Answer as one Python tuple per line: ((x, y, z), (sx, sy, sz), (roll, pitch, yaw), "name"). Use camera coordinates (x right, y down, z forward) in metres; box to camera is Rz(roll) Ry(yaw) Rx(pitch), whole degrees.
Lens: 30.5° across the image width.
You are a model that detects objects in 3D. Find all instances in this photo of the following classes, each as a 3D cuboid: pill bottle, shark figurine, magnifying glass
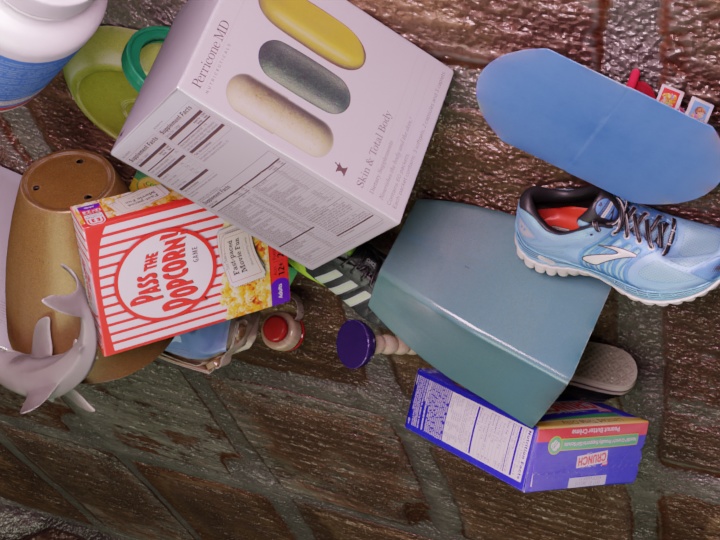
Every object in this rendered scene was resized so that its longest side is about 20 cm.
((-0.241, -0.188, 0.920), (0.112, 0.113, 0.200), (31, 157, -22), "pill bottle")
((-0.300, 0.096, 1.278), (0.128, 0.090, 0.214), (45, 135, -8), "shark figurine")
((-0.111, -0.155, 1.146), (0.199, 0.080, 0.022), (17, 142, -20), "magnifying glass")

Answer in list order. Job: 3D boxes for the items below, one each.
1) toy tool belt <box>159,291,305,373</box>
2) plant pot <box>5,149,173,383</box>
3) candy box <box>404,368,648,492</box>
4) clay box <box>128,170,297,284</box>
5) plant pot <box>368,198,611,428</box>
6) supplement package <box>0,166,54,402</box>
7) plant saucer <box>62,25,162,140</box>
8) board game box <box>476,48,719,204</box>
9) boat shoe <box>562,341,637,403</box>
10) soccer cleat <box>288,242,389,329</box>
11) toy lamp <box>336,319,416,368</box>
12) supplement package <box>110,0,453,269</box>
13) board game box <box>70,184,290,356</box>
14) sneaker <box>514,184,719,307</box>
((-0.177, 0.056, 1.535), (0.199, 0.125, 0.123), (8, 175, 24), "toy tool belt")
((-0.285, -0.018, 1.349), (0.186, 0.187, 0.200), (15, 138, 12), "plant pot")
((0.176, 0.167, 1.422), (0.169, 0.077, 0.200), (4, -168, -38), "candy box")
((-0.164, -0.035, 1.447), (0.199, 0.048, 0.115), (23, 154, -6), "clay box")
((0.118, 0.027, 1.262), (0.199, 0.142, 0.141), (27, 156, 5), "plant pot")
((-0.405, 0.014, 1.550), (0.191, 0.201, 0.147), (24, 156, -6), "supplement package")
((-0.195, -0.155, 1.248), (0.199, 0.031, 0.200), (17, 154, 8), "plant saucer")
((0.188, -0.121, 1.019), (0.199, 0.039, 0.158), (26, 160, 1), "board game box")
((0.195, 0.095, 1.412), (0.199, 0.075, 0.062), (16, 150, -3), "boat shoe")
((0.000, 0.000, 1.342), (0.200, 0.068, 0.081), (28, 153, 20), "soccer cleat")
((0.066, 0.081, 1.417), (0.200, 0.058, 0.058), (1, 172, -41), "toy lamp")
((-0.062, -0.127, 1.056), (0.200, 0.152, 0.151), (30, 153, -20), "supplement package")
((-0.171, -0.014, 1.287), (0.046, 0.199, 0.152), (-130, 30, -48), "board game box")
((0.222, -0.029, 1.133), (0.199, 0.079, 0.090), (9, 150, 23), "sneaker")
